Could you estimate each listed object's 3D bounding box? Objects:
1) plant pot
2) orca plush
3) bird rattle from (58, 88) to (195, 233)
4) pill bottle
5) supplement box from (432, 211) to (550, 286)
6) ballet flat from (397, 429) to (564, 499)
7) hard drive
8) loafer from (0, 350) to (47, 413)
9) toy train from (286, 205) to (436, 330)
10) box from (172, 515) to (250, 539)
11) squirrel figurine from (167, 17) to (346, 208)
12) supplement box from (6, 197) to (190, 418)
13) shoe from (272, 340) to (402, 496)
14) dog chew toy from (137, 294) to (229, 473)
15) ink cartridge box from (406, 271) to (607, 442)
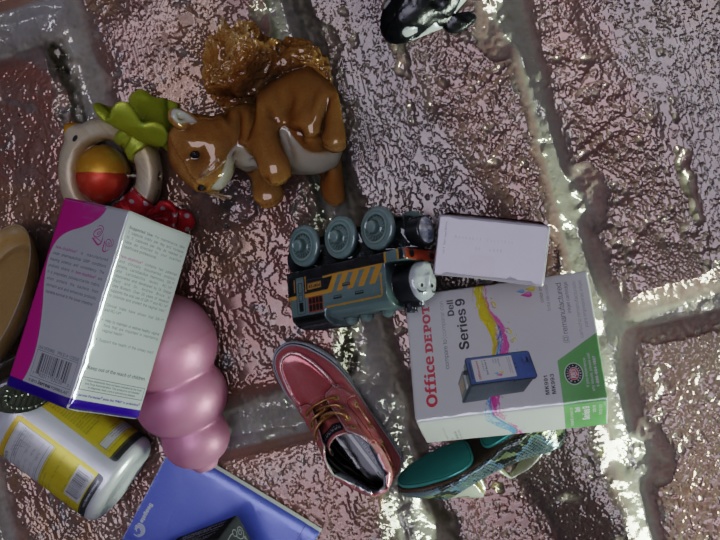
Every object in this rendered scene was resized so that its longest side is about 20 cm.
[{"bbox_3d":[-0.420,0.044,1.196,0.027,0.200,0.201,31,99,-37],"label":"plant pot"},{"bbox_3d":[0.103,-0.318,1.138,0.199,0.071,0.106,-23,90,8],"label":"orca plush"},{"bbox_3d":[-0.269,-0.104,1.209,0.162,0.113,0.202,4,107,19],"label":"bird rattle"},{"bbox_3d":[-0.349,0.185,1.208,0.199,0.112,0.112,35,97,5],"label":"pill bottle"},{"bbox_3d":[0.135,-0.025,1.084,0.108,0.200,0.061,6,95,8],"label":"supplement box"},{"bbox_3d":[0.138,0.214,1.168,0.199,0.074,0.075,-30,89,12],"label":"ballet flat"},{"bbox_3d":[-0.163,0.308,1.232,0.199,0.025,0.133,30,97,5],"label":"hard drive"},{"bbox_3d":[-0.346,0.090,1.172,0.071,0.200,0.073,36,123,12],"label":"loafer"},{"bbox_3d":[0.000,0.000,1.135,0.199,0.085,0.115,-12,79,39],"label":"toy train"},{"bbox_3d":[-0.161,0.399,1.169,0.132,0.115,0.201,-24,98,23],"label":"box"},{"bbox_3d":[-0.118,-0.165,1.139,0.185,0.142,0.202,-8,74,-5],"label":"squirrel figurine"},{"bbox_3d":[-0.267,0.039,1.084,0.101,0.103,0.201,13,85,35],"label":"supplement box"},{"bbox_3d":[-0.029,0.162,1.172,0.071,0.091,0.200,-41,87,8],"label":"shoe"},{"bbox_3d":[-0.207,0.131,1.186,0.124,0.125,0.201,-17,99,8],"label":"dog chew toy"},{"bbox_3d":[0.153,0.094,1.120,0.198,0.088,0.146,-8,64,11],"label":"ink cartridge box"}]
